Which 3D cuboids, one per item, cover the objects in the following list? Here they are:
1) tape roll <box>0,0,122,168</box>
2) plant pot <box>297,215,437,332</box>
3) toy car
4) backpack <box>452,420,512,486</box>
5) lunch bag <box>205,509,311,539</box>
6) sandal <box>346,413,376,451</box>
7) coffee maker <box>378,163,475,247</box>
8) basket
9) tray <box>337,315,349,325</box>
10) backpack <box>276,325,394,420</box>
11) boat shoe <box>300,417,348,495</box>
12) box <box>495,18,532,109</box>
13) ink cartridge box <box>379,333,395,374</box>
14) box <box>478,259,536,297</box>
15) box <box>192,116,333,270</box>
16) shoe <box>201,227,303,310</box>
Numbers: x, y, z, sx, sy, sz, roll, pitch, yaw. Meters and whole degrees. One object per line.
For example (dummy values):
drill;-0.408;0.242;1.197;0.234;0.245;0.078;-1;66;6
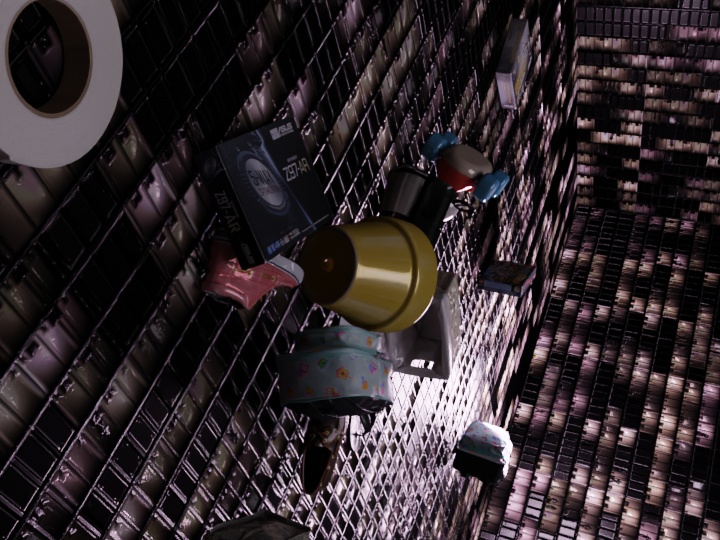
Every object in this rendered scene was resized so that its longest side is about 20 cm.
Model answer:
tape roll;-0.298;-0.197;0.744;0.202;0.037;0.206;10;90;-68
plant pot;0.000;0.000;1.367;0.188;0.199;0.204;10;90;-51
toy car;0.201;-0.181;1.838;0.201;0.184;0.176;-56;167;23
backpack;0.391;0.565;2.544;0.200;0.175;0.153;-17;121;-69
lunch bag;-0.175;0.473;1.230;0.199;0.116;0.167;10;92;-62
sandal;0.007;0.278;1.660;0.075;0.047;0.204;-5;103;-67
coffee maker;0.110;-0.078;1.575;0.135;0.189;0.202;87;23;-69
basket;0.134;0.105;1.668;0.124;0.134;0.203;-53;143;-50
tray;-0.025;0.161;1.547;0.107;0.022;0.203;12;89;-52
backpack;-0.045;0.171;1.335;0.200;0.173;0.156;13;71;-68
boat shoe;-0.068;0.309;1.466;0.070;0.069;0.203;-15;113;-70
box;0.447;-0.598;2.337;0.159;0.048;0.202;61;44;-58
ink cartridge box;0.049;0.148;1.706;0.200;0.056;0.165;-35;128;-53
box;0.461;0.022;2.525;0.200;0.135;0.038;-37;133;-59
box;-0.126;-0.111;1.104;0.200;0.043;0.162;-38;109;-57
shoe;-0.153;0.015;1.146;0.200;0.071;0.092;34;69;-60
